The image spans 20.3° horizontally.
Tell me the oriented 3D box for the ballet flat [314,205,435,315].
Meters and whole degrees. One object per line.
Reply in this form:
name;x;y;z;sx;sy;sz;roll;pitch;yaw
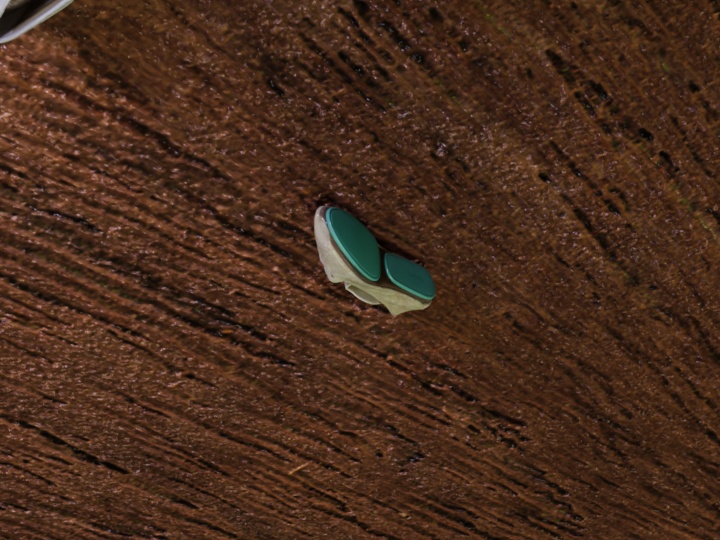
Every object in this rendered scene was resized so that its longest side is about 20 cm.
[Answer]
ballet flat;0.000;0.000;1.965;0.062;0.068;0.200;-23;144;26

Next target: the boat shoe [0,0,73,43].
boat shoe;-0.214;-0.249;1.549;0.202;0.065;0.074;-29;142;17
